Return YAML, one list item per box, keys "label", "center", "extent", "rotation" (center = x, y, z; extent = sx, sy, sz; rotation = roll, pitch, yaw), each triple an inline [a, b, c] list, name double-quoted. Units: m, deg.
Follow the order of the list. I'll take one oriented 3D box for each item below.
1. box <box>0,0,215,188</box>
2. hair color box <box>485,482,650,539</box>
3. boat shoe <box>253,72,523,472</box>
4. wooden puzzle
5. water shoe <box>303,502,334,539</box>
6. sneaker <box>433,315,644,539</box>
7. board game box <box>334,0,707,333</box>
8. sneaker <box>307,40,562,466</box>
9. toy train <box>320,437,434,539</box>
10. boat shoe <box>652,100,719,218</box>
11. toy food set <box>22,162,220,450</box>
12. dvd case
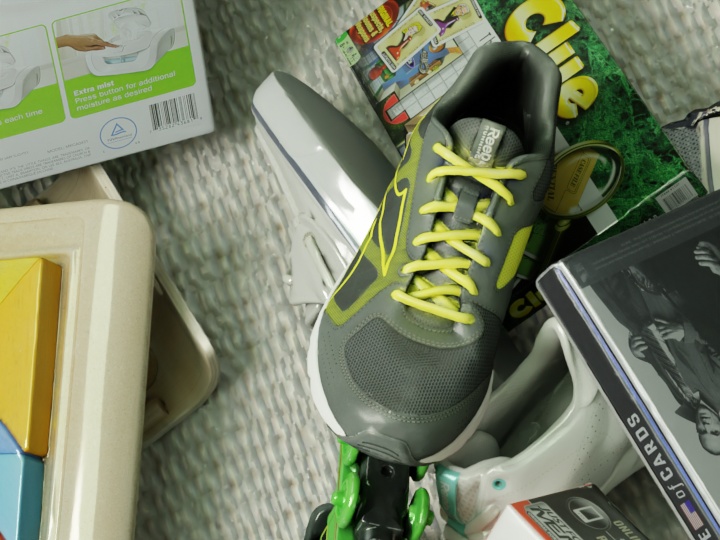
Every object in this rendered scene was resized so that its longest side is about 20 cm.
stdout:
- label: "box"
  center: [-0.180, -0.129, 1.150]
  extent: [0.199, 0.177, 0.097]
  rotation: [-16, 41, -9]
- label: "hair color box"
  center: [0.061, 0.193, 1.005]
  extent: [0.101, 0.061, 0.200]
  rotation: [43, 119, 29]
- label: "boat shoe"
  center: [0.000, 0.000, 1.138]
  extent: [0.066, 0.072, 0.200]
  rotation: [-42, 68, 16]
- label: "wooden puzzle"
  center: [-0.191, 0.062, 1.148]
  extent: [0.199, 0.037, 0.186]
  rotation: [-3, 75, 24]
- label: "water shoe"
  center: [-0.065, 0.165, 1.058]
  extent: [0.200, 0.079, 0.071]
  rotation: [-31, 30, -33]
- label: "sneaker"
  center: [0.056, 0.100, 1.050]
  extent: [0.075, 0.088, 0.201]
  rotation: [38, 109, 41]
- label: "board game box"
  center: [0.066, -0.070, 1.136]
  extent: [0.105, 0.023, 0.200]
  rotation: [-34, 45, 6]
- label: "sneaker"
  center: [0.031, -0.014, 1.008]
  extent: [0.074, 0.085, 0.200]
  rotation: [16, 49, 1]
- label: "toy train"
  center: [0.004, 0.094, 1.013]
  extent: [0.042, 0.056, 0.201]
  rotation: [14, 52, -11]
- label: "boat shoe"
  center: [0.134, 0.029, 1.093]
  extent: [0.092, 0.075, 0.201]
  rotation: [-13, 60, 22]
- label: "toy food set"
  center: [-0.177, 0.044, 1.192]
  extent: [0.200, 0.060, 0.144]
  rotation: [-36, 64, 3]
- label: "dvd case"
  center: [0.177, 0.060, 1.013]
  extent: [0.150, 0.025, 0.200]
  rotation: [-22, 76, -35]
